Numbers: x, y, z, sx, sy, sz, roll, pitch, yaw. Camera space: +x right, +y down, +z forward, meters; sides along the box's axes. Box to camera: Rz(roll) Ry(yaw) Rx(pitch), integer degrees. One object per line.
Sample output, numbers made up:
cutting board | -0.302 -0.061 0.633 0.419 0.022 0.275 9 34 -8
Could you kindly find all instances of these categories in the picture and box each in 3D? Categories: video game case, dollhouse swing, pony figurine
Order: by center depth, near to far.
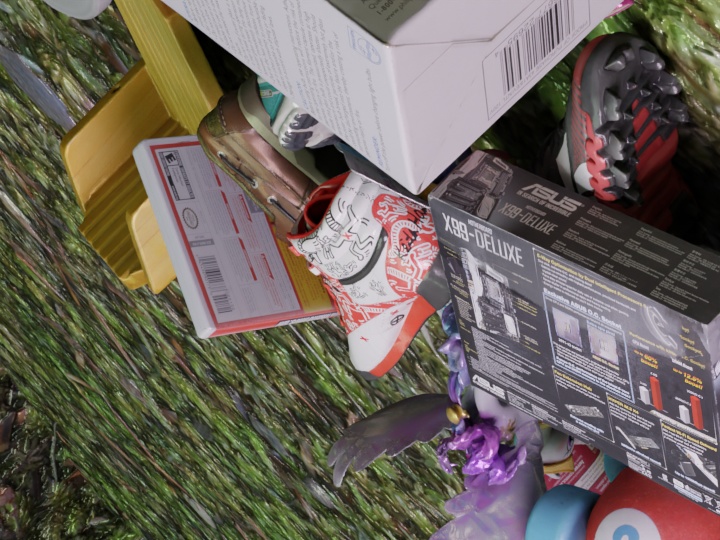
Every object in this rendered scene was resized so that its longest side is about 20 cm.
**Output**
pony figurine | 0.092 0.097 1.412 0.167 0.192 0.201 45 147 35
video game case | -0.053 -0.032 1.482 0.017 0.199 0.144 -37 68 46
dollhouse swing | -0.189 -0.123 1.673 0.176 0.182 0.200 47 177 -32

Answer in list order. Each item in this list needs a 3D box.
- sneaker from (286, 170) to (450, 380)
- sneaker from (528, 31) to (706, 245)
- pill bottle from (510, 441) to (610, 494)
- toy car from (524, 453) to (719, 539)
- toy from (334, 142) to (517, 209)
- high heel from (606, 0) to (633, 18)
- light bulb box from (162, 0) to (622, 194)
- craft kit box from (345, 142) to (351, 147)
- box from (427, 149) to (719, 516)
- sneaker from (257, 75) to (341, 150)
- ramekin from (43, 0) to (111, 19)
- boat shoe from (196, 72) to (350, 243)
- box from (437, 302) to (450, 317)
sneaker | 0.001 -0.001 1.378 0.107 0.068 0.201 31 155 -2
sneaker | 0.136 -0.068 1.198 0.098 0.071 0.201 33 160 31
pill bottle | 0.185 0.216 1.668 0.200 0.110 0.110 46 163 3
toy car | 0.199 0.103 1.304 0.184 0.177 0.201 15 134 42
toy | 0.085 -0.048 1.311 0.199 0.047 0.115 26 -173 -11
high heel | 0.089 -0.115 1.165 0.096 0.067 0.201 49 141 23
light bulb box | 0.015 -0.182 1.007 0.200 0.198 0.125 39 160 25
craft kit box | -0.034 -0.142 1.415 0.200 0.049 0.198 39 174 23
box | 0.136 0.035 1.192 0.199 0.050 0.158 27 146 37
sneaker | -0.016 -0.148 1.222 0.080 0.077 0.200 64 145 19
ramekin | -0.225 -0.288 1.533 0.202 0.094 0.203 42 163 15
boat shoe | -0.028 -0.048 1.454 0.068 0.072 0.200 -34 106 28
box | 0.089 0.006 1.542 0.200 0.041 0.119 14 144 57
